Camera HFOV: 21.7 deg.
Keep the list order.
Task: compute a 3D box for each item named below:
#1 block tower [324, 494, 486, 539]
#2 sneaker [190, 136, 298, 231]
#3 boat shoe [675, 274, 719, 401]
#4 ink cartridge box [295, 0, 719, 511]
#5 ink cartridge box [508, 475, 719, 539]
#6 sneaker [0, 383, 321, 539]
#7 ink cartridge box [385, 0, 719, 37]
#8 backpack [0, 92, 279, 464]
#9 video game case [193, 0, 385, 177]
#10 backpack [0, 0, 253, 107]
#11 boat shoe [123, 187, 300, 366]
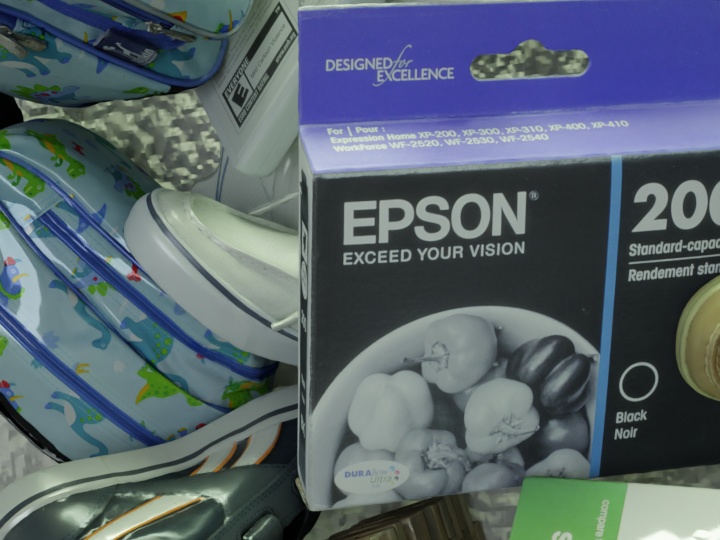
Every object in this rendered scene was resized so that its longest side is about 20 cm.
[{"bbox_3d":[0.002,0.137,0.784,0.057,0.200,0.055,-21,85,18],"label":"block tower"},{"bbox_3d":[-0.032,-0.105,0.856,0.086,0.074,0.202,14,96,22],"label":"sneaker"},{"bbox_3d":[0.227,0.028,0.747,0.197,0.063,0.074,-5,111,1],"label":"boat shoe"},{"bbox_3d":[0.070,-0.009,0.761,0.196,0.043,0.202,-5,110,-14],"label":"ink cartridge box"},{"bbox_3d":[0.163,0.167,0.759,0.198,0.084,0.146,2,132,18],"label":"ink cartridge box"},{"bbox_3d":[-0.059,0.111,0.802,0.080,0.198,0.079,52,142,29],"label":"sneaker"},{"bbox_3d":[0.111,-0.153,0.802,0.198,0.059,0.105,5,94,4],"label":"ink cartridge box"},{"bbox_3d":[-0.129,0.010,0.851,0.153,0.163,0.201,-31,91,4],"label":"backpack"},{"bbox_3d":[-0.029,-0.173,0.808,0.201,0.023,0.183,-55,45,29],"label":"video game case"},{"bbox_3d":[-0.137,-0.173,0.763,0.146,0.199,0.185,-6,76,46],"label":"backpack"},{"bbox_3d":[0.001,0.003,0.801,0.201,0.075,0.086,31,114,-21],"label":"boat shoe"}]
